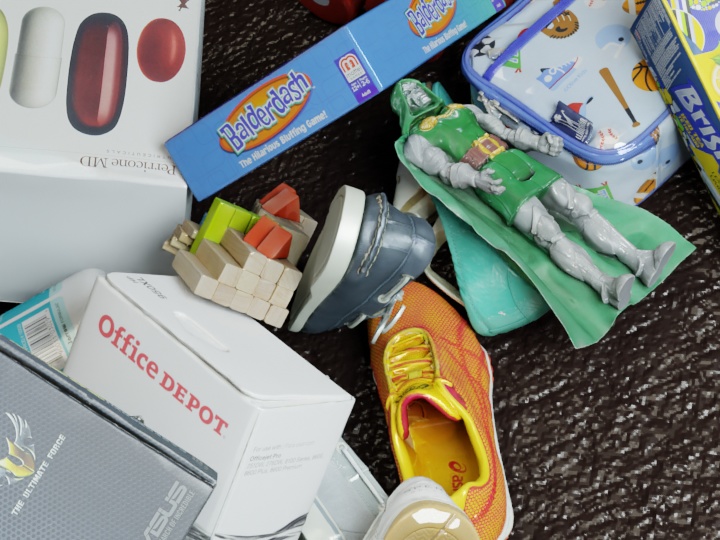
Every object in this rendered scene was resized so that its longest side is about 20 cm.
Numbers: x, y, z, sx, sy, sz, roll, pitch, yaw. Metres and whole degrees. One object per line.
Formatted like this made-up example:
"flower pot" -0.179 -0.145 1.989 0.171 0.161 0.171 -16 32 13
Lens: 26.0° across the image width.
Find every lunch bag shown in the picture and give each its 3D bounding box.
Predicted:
"lunch bag" 0.164 -0.139 0.996 0.200 0.076 0.160 -40 57 -15

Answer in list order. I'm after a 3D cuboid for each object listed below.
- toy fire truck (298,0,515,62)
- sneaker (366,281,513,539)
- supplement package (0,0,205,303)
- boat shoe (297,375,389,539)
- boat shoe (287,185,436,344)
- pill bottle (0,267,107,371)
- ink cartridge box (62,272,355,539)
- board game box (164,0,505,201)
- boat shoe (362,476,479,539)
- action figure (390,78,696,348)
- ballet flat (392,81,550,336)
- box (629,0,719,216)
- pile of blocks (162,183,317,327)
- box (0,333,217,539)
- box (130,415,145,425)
"toy fire truck" 0.016 -0.250 1.070 0.199 0.168 0.112 28 71 32
"sneaker" 0.044 0.071 0.905 0.072 0.077 0.201 -24 45 5
"supplement package" -0.202 -0.100 1.030 0.189 0.148 0.202 4 56 -7
"boat shoe" -0.038 0.101 0.933 0.071 0.070 0.201 -23 51 -17
"boat shoe" 0.000 0.000 0.913 0.061 0.200 0.076 17 71 -6
"pill bottle" -0.224 0.090 0.973 0.199 0.111 0.111 -28 53 1
"ink cartridge box" -0.107 0.122 0.866 0.144 0.084 0.202 34 110 34
"board game box" -0.011 -0.124 0.967 0.151 0.045 0.200 -28 7 33
"boat shoe" 0.007 0.203 0.819 0.069 0.070 0.202 -114 47 -73
"action figure" 0.090 -0.050 0.918 0.200 0.055 0.118 39 49 23
"ballet flat" 0.057 -0.038 0.985 0.070 0.067 0.201 -36 50 14
"box" 0.231 -0.075 0.889 0.069 0.064 0.202 -21 78 -8
"pile of blocks" -0.068 -0.026 0.947 0.081 0.200 0.063 27 98 -5
"box" -0.183 0.141 0.734 0.157 0.051 0.201 33 85 -3
"box" -0.182 0.182 0.841 0.192 0.047 0.203 -6 90 38
